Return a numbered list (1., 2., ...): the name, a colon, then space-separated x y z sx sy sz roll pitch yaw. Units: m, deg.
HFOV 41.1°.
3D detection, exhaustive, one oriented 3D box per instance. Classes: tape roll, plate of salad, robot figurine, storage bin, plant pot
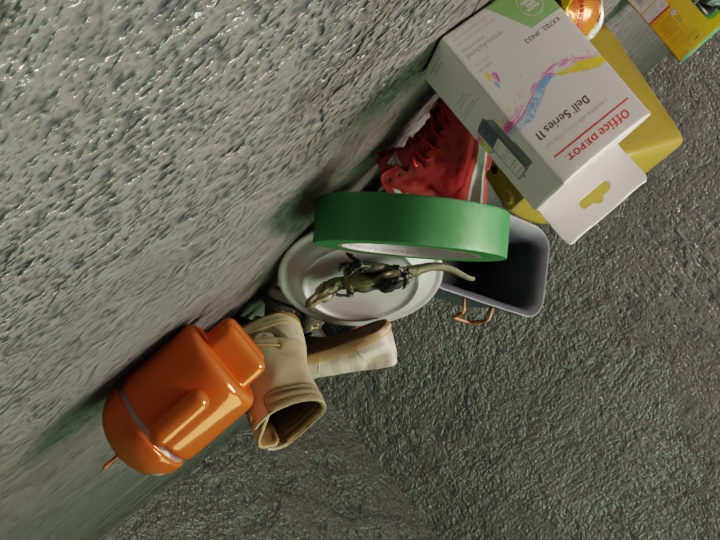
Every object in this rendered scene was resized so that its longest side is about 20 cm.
1. tape roll: 0.051 -0.042 0.974 0.198 0.049 0.200 4 177 0
2. plate of salad: 0.000 0.000 1.152 0.200 0.198 0.048 -44 -145 39
3. robot figurine: -0.197 0.141 1.047 0.199 0.144 0.117 -40 139 -2
4. storage bin: 0.133 -0.002 1.285 0.134 0.198 0.148 -12 -115 56
5. plant pot: 0.259 -0.178 1.278 0.199 0.197 0.194 -21 164 -36

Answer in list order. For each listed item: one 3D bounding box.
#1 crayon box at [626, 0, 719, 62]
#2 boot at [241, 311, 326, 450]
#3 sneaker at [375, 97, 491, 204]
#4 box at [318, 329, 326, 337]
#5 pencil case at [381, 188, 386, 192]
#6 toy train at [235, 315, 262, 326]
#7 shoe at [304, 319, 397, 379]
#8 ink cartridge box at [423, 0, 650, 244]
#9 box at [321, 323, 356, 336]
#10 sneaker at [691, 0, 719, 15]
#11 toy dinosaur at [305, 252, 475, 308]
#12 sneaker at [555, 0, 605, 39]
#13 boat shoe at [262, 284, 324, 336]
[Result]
1. crayon box: 0.472 -0.394 1.290 0.200 0.119 0.058 -43 173 30
2. boot: -0.144 0.149 1.132 0.198 0.156 0.073 -24 135 -1
3. sneaker: 0.071 -0.124 0.958 0.114 0.079 0.201 -4 138 2
4. box: 0.000 0.031 1.595 0.103 0.095 0.200 -43 174 34
5. pencil case: 0.051 -0.075 1.162 0.200 0.091 0.086 132 -34 -50
6. toy train: -0.157 0.112 1.326 0.116 0.084 0.200 -54 172 11
7. shoe: -0.045 0.114 1.205 0.198 0.054 0.070 -16 -160 24
8. ink cartridge box: 0.163 -0.137 0.827 0.117 0.201 0.067 -37 174 -19
9. box: 0.028 -0.010 1.419 0.199 0.104 0.182 -37 172 -32
10. sneaker: 0.388 -0.331 1.106 0.199 0.140 0.078 -37 175 -28
11. toy dinosaur: 0.026 0.007 1.076 0.197 0.048 0.088 -7 170 11
12. sneaker: 0.150 -0.212 0.946 0.076 0.074 0.200 -5 150 -37
13. boat shoe: -0.086 0.059 1.289 0.202 0.071 0.061 20 89 -78
